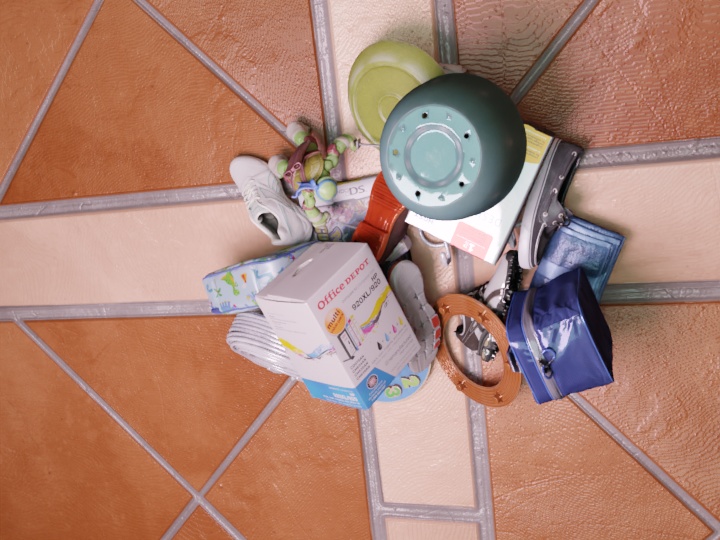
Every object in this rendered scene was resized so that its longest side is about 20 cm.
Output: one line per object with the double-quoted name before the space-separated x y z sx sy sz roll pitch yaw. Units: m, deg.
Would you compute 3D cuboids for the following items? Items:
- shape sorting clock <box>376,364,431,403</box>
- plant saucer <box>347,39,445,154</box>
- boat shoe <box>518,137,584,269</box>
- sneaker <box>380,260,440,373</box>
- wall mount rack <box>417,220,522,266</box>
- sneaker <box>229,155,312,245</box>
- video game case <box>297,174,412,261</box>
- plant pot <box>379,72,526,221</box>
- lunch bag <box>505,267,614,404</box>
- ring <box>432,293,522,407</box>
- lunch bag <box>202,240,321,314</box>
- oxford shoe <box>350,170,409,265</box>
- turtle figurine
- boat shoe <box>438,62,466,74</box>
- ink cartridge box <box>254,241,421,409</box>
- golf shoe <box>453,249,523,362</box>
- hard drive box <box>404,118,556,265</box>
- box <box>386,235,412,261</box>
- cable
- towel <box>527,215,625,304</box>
"shape sorting clock" 0.030 0.141 1.304 0.195 0.039 0.205 5 108 16
"plant saucer" 0.056 -0.255 1.163 0.197 0.031 0.203 22 135 23
"boat shoe" 0.294 -0.098 1.132 0.065 0.070 0.204 16 89 29
"sneaker" 0.074 0.070 1.229 0.081 0.076 0.204 17 125 53
"wall mount rack" 0.170 -0.108 1.184 0.196 0.074 0.178 -15 95 20
"sneaker" -0.166 -0.123 1.279 0.201 0.080 0.071 48 123 16
"video game case" -0.007 -0.053 1.282 0.177 0.025 0.205 -9 100 20
"plant pot" 0.114 -0.158 0.987 0.196 0.161 0.206 4 104 17
"lunch bag" 0.281 0.100 1.077 0.130 0.200 0.138 -23 100 24
"ring" 0.179 0.134 1.210 0.199 0.019 0.204 34 138 36
"lunch bag" -0.156 0.012 1.264 0.197 0.160 0.084 -14 97 39
"oxford shoe" 0.051 -0.098 1.167 0.071 0.072 0.202 34 99 27
"turtle figurine" -0.055 -0.154 1.220 0.194 0.197 0.147 44 141 44
"boat shoe" 0.143 -0.287 1.162 0.198 0.074 0.067 36 84 8
"ink cartridge box" -0.033 0.079 1.138 0.143 0.147 0.202 2 128 51
"golf shoe" 0.200 0.050 1.200 0.093 0.077 0.204 25 121 23
"hard drive box" 0.176 -0.136 1.099 0.153 0.077 0.203 25 110 11
"box" 0.000 0.000 1.259 0.199 0.041 0.039 -36 91 22
"cable" -0.132 0.135 1.279 0.198 0.199 0.070 6 68 47
"towel" 0.328 0.019 1.175 0.110 0.048 0.204 22 109 13
